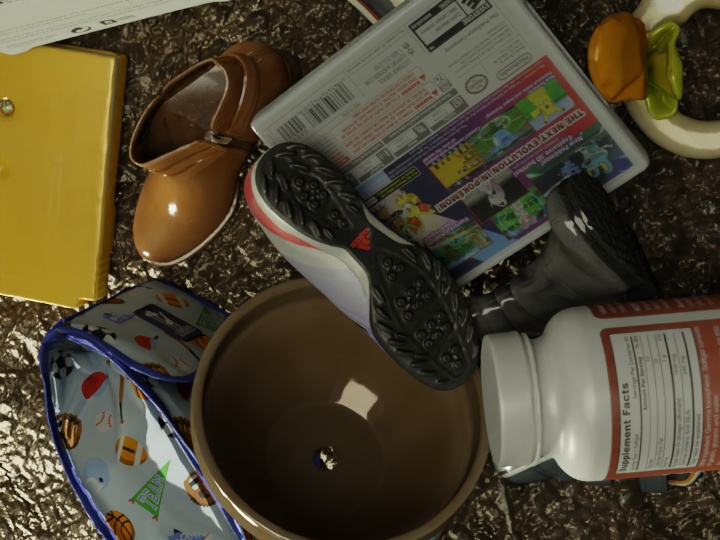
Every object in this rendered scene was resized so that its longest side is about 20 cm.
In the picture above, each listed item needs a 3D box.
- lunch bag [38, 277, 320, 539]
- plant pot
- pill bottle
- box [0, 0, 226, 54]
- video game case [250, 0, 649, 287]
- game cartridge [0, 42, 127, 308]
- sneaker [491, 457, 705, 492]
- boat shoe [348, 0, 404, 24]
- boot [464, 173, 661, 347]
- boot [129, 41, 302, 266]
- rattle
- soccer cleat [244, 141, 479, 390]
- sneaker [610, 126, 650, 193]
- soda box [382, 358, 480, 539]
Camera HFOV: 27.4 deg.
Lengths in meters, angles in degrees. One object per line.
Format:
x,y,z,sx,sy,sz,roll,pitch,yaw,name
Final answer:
-0.135,0.106,1.072,0.124,0.170,0.201,-32,91,20,lunch bag
-0.018,0.111,1.001,0.200,0.201,0.093,31,148,7,plant pot
0.181,0.075,0.941,0.199,0.112,0.113,-4,100,-2,pill bottle
-0.210,-0.246,0.995,0.198,0.200,0.132,-10,84,17,box
0.058,-0.086,0.978,0.200,0.023,0.182,-33,109,26,video game case
-0.272,-0.080,1.147,0.175,0.032,0.201,11,106,12,game cartridge
0.194,0.123,1.039,0.199,0.078,0.080,-25,88,16,sneaker
0.033,-0.200,1.017,0.200,0.071,0.063,38,122,12,boat shoe
0.120,0.009,0.977,0.131,0.200,0.070,-24,66,14,boot
-0.126,-0.079,1.041,0.074,0.155,0.200,35,107,7,boot
0.257,-0.122,0.947,0.199,0.143,0.131,30,88,13,rattle
0.000,0.000,0.983,0.200,0.073,0.068,46,71,-4,soccer cleat
0.097,-0.089,1.015,0.199,0.067,0.091,-3,130,16,sneaker
0.042,0.155,1.092,0.068,0.064,0.201,27,107,9,soda box
